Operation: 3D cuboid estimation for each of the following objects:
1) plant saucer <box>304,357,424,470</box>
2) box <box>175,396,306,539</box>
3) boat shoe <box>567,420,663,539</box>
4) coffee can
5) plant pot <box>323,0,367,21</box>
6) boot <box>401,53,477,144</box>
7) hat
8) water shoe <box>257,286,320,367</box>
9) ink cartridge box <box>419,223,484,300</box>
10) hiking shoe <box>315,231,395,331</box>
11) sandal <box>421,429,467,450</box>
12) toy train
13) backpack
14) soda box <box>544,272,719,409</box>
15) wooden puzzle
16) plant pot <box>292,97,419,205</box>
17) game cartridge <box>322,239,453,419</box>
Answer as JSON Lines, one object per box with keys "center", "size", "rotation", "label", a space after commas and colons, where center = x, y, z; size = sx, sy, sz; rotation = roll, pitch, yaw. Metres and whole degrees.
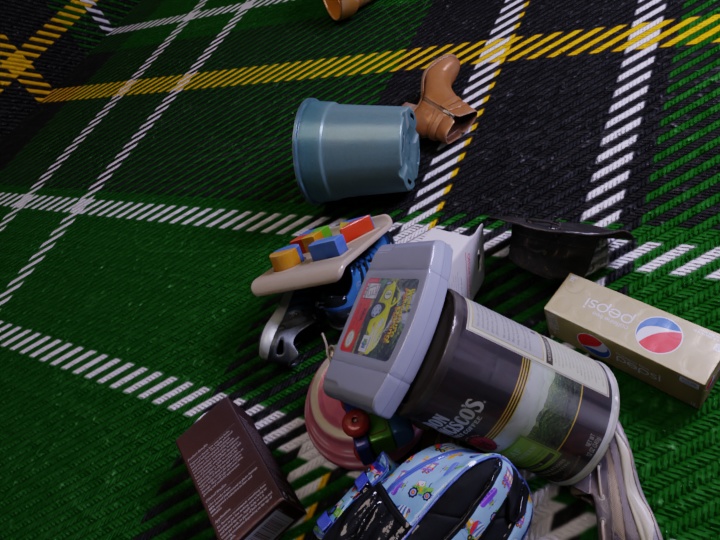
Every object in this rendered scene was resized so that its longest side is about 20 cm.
{"center": [0.006, 0.175, 0.779], "size": [0.198, 0.051, 0.202], "rotation": [-14, 49, 17], "label": "plant saucer"}
{"center": [-0.171, 0.285, 0.765], "size": [0.100, 0.075, 0.200], "rotation": [-40, 48, -7], "label": "box"}
{"center": [0.259, 0.224, 0.591], "size": [0.072, 0.075, 0.202], "rotation": [-16, 46, 14], "label": "boat shoe"}
{"center": [0.154, 0.128, 0.608], "size": [0.198, 0.147, 0.148], "rotation": [25, 58, -7], "label": "coffee can"}
{"center": [-0.009, -0.827, 1.532], "size": [0.181, 0.202, 0.201], "rotation": [-21, 44, -11], "label": "plant pot"}
{"center": [0.177, -0.340, 1.104], "size": [0.154, 0.074, 0.201], "rotation": [33, 85, 43], "label": "boot"}
{"center": [0.273, -0.029, 0.776], "size": [0.199, 0.200, 0.082], "rotation": [12, 99, 34], "label": "hat"}
{"center": [-0.098, 0.073, 0.920], "size": [0.078, 0.072, 0.201], "rotation": [22, 58, 6], "label": "water shoe"}
{"center": [0.105, 0.024, 0.776], "size": [0.067, 0.118, 0.200], "rotation": [17, 46, 32], "label": "ink cartridge box"}
{"center": [0.000, 0.000, 0.900], "size": [0.074, 0.087, 0.201], "rotation": [8, 57, 32], "label": "hiking shoe"}
{"center": [0.124, 0.182, 0.706], "size": [0.053, 0.080, 0.202], "rotation": [24, 53, -8], "label": "sandal"}
{"center": [0.021, 0.137, 0.716], "size": [0.114, 0.085, 0.201], "rotation": [-18, 47, -2], "label": "toy train"}
{"center": [0.076, 0.267, 0.575], "size": [0.200, 0.183, 0.134], "rotation": [-46, 32, -10], "label": "backpack"}
{"center": [0.333, 0.080, 0.679], "size": [0.199, 0.064, 0.068], "rotation": [30, 70, 40], "label": "soda box"}
{"center": [-0.065, -0.037, 0.889], "size": [0.183, 0.047, 0.200], "rotation": [-11, 23, 33], "label": "wooden puzzle"}
{"center": [0.001, -0.222, 1.024], "size": [0.194, 0.201, 0.202], "rotation": [3, 54, 19], "label": "plant pot"}
{"center": [0.032, 0.059, 0.622], "size": [0.132, 0.041, 0.202], "rotation": [0, 64, 55], "label": "game cartridge"}
